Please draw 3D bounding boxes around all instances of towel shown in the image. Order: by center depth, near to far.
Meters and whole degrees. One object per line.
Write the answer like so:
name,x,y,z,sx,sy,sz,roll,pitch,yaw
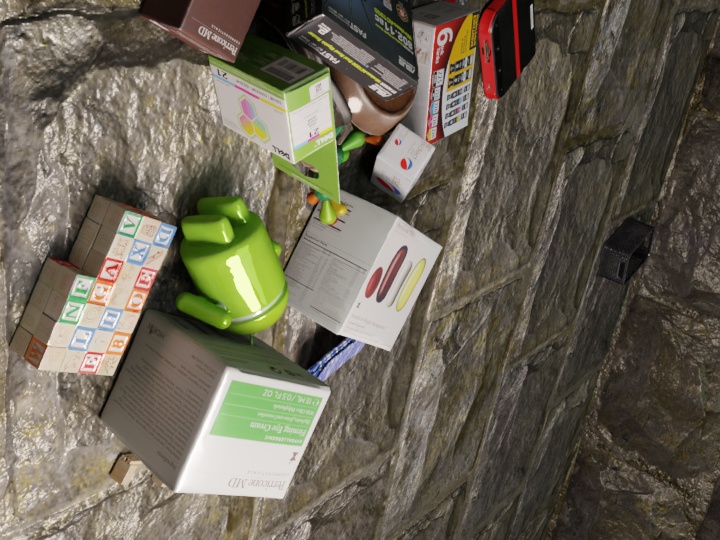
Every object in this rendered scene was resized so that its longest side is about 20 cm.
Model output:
towel,-0.040,0.162,1.470,0.200,0.024,0.145,-36,166,-37

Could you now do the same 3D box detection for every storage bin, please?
storage bin,0.859,-0.062,2.672,0.200,0.093,0.136,-40,142,-36

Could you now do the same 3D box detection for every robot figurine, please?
robot figurine,-0.165,0.000,1.103,0.176,0.115,0.201,-63,142,-46

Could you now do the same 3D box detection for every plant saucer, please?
plant saucer,0.026,-0.298,1.198,0.200,0.034,0.201,5,83,-51

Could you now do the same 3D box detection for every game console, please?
game console,0.281,-0.444,1.573,0.177,0.031,0.200,-53,149,-27

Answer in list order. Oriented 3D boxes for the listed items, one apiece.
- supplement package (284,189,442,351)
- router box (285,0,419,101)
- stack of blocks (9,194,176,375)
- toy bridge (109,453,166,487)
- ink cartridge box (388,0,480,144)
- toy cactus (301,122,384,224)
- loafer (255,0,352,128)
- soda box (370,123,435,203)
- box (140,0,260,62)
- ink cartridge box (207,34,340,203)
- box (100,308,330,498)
supplement package,0.000,0.000,1.346,0.191,0.147,0.201,24,92,-60
router box,-0.010,-0.328,1.058,0.200,0.062,0.151,21,58,-47
stack of blocks,-0.310,0.018,0.969,0.115,0.058,0.201,20,95,-59
toy bridge,-0.285,0.289,1.239,0.067,0.027,0.200,-64,150,-3
ink cartridge box,0.132,-0.331,1.366,0.175,0.084,0.201,-33,137,-42
toy cactus,-0.040,-0.159,1.195,0.165,0.102,0.201,-26,134,-73
loafer,-0.082,-0.256,1.073,0.071,0.073,0.200,-37,121,-5
soda box,0.063,-0.166,1.308,0.064,0.068,0.200,-55,179,-6
box,-0.155,-0.350,0.926,0.100,0.075,0.201,16,100,-59
ink cartridge box,-0.104,-0.176,1.052,0.076,0.148,0.201,-35,139,-30
box,-0.193,0.179,1.105,0.199,0.200,0.172,21,95,-48
